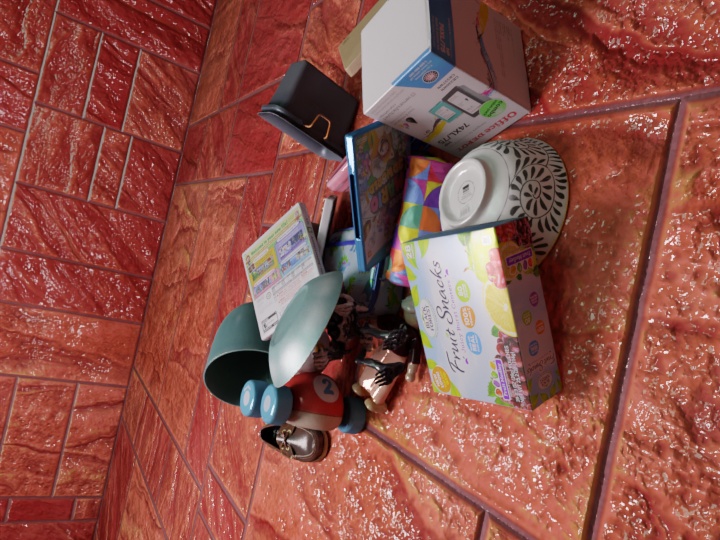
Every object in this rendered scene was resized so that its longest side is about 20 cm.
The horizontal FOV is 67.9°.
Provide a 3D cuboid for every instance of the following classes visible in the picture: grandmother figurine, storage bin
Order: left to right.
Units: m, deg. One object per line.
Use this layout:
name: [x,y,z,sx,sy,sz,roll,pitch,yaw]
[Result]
storage bin: [-0.098,-0.347,1.150,0.144,0.197,0.138,25,89,57]
grandmother figurine: [0.056,0.120,0.847,0.121,0.060,0.204,40,112,26]

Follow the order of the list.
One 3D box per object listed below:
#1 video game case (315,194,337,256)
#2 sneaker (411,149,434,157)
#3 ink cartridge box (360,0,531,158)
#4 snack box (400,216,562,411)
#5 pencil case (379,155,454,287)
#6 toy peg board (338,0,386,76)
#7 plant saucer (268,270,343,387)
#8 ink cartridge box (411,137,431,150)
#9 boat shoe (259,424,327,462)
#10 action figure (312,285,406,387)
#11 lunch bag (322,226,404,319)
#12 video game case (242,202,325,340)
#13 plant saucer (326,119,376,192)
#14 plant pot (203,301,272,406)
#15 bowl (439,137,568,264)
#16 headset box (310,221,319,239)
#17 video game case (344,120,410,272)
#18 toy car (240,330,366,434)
video game case: [-0.071,-0.073,1.055,0.200,0.017,0.148,-91,13,-81]
sneaker: [0.057,-0.130,0.921,0.198,0.070,0.086,-32,55,49]
ink cartridge box: [0.119,-0.285,0.758,0.145,0.195,0.151,-27,57,49]
snack box: [0.141,0.051,0.650,0.167,0.066,0.207,-4,100,57]
pencil case: [0.089,-0.069,0.817,0.088,0.086,0.207,25,106,57]
toy peg board: [0.064,-0.433,0.989,0.199,0.097,0.201,-41,28,18]
plant saucer: [-0.096,0.079,0.829,0.202,0.038,0.203,-52,17,22]
ink cartridge box: [0.073,-0.274,0.985,0.095,0.036,0.205,-48,44,37]
boat shoe: [-0.137,0.337,1.057,0.198,0.069,0.073,-18,62,53]
action figure: [-0.020,0.095,0.822,0.197,0.100,0.123,20,99,46]
lunch bag: [0.000,0.000,0.956,0.198,0.081,0.167,1,76,57]
video game case: [-0.144,0.005,1.001,0.198,0.022,0.187,-34,65,37]
plant saucer: [0.021,-0.206,0.897,0.201,0.050,0.201,-49,12,14]
plant pot: [-0.232,0.170,1.164,0.202,0.196,0.164,-50,30,34]
bowl: [0.165,-0.091,0.711,0.199,0.092,0.208,-30,53,51]
headset box: [-0.133,-0.015,1.124,0.149,0.074,0.207,138,143,-84]
video game case: [0.035,-0.120,0.806,0.017,0.142,0.206,15,124,34]
toy car: [-0.090,0.166,0.939,0.175,0.180,0.208,-9,69,55]
